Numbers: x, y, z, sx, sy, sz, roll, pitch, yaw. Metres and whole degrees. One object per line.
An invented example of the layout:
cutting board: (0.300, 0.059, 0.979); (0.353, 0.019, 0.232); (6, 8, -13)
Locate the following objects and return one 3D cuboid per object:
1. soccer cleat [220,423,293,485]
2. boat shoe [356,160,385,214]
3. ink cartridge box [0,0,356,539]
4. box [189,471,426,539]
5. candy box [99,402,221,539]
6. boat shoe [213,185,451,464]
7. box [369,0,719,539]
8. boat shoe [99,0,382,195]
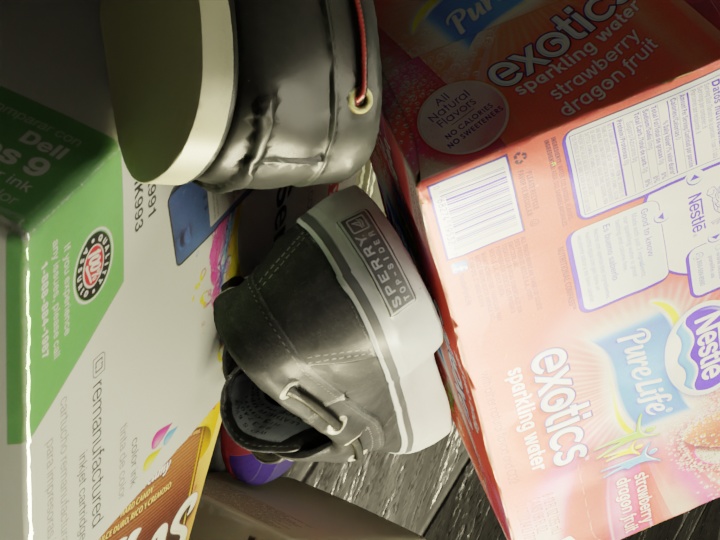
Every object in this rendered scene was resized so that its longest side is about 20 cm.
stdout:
soccer cleat: (0.000, 0.000, 0.943); (0.202, 0.076, 0.067); (-68, 160, -2)
boat shoe: (-0.019, -0.087, 0.807); (0.060, 0.072, 0.203); (-49, 148, -44)
ink cartridge box: (-0.078, -0.023, 0.687); (0.200, 0.087, 0.146); (-50, 155, -46)
box: (-0.043, 0.130, 0.969); (0.069, 0.082, 0.200); (-68, 160, 0)
candy box: (-0.115, 0.124, 0.800); (0.117, 0.056, 0.202); (-23, 131, -64)
boat shoe: (-0.014, 0.031, 0.693); (0.066, 0.070, 0.200); (-31, 172, -6)
box: (0.064, -0.012, 0.677); (0.102, 0.095, 0.201); (-22, 140, -2)
boat shoe: (-0.036, -0.118, 0.609); (0.074, 0.063, 0.203); (-31, -118, 55)
